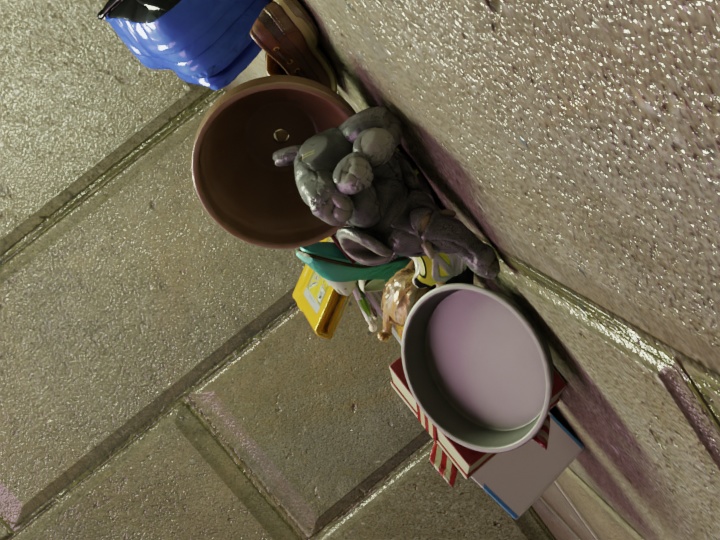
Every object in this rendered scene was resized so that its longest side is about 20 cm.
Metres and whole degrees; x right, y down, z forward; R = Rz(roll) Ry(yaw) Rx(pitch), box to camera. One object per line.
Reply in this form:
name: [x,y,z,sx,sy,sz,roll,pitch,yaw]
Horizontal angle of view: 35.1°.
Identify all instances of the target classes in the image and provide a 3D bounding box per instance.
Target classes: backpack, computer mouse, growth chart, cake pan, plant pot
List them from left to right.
backpack: [-0.193,-0.313,1.395,0.168,0.163,0.200,43,169,-28]
plant pot: [-0.088,-0.133,1.279,0.201,0.200,0.093,54,-167,-28]
growth chart: [0.014,-0.015,1.793,0.146,0.018,0.200,63,-152,-23]
computer mouse: [0.128,0.014,1.455,0.200,0.034,0.059,16,-114,-84]
cake pan: [0.136,0.107,1.292,0.037,0.200,0.201,-25,-109,-48]

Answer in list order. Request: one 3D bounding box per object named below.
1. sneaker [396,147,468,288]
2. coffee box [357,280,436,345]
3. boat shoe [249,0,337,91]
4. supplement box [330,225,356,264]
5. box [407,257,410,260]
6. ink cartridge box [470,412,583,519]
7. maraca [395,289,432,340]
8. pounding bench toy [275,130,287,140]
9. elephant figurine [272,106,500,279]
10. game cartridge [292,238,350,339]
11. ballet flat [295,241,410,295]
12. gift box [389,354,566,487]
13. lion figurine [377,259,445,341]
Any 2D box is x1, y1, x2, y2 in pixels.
sneaker: [0.047,-0.069,1.298,0.201,0.076,0.075,55,178,-4]
coffee box: [0.080,0.042,1.721,0.201,0.113,0.080,55,176,-34]
boat shoe: [-0.078,-0.239,1.284,0.072,0.067,0.200,51,177,20]
supplement box: [-0.040,-0.093,1.488,0.109,0.061,0.200,52,179,-23]
box: [0.006,-0.124,1.500,0.200,0.051,0.158,54,176,-40]
ink cartridge box: [0.201,0.237,1.689,0.147,0.146,0.200,44,179,-15]
maraca: [0.137,0.094,1.624,0.198,0.108,0.137,26,178,4]
pounding bench toy: [-0.113,-0.147,1.620,0.200,0.154,0.125,-81,-28,-71]
elephant figurine: [0.028,-0.061,1.194,0.200,0.141,0.156,43,-160,-37]
game cartridge: [-0.042,-0.010,1.682,0.032,0.178,0.200,21,-172,-19]
ballet flat: [0.000,0.000,1.526,0.067,0.198,0.071,40,124,48]
gift box: [0.149,0.164,1.451,0.201,0.184,0.187,56,176,13]
lion figurine: [0.071,0.016,1.434,0.201,0.072,0.123,-69,-9,-55]
